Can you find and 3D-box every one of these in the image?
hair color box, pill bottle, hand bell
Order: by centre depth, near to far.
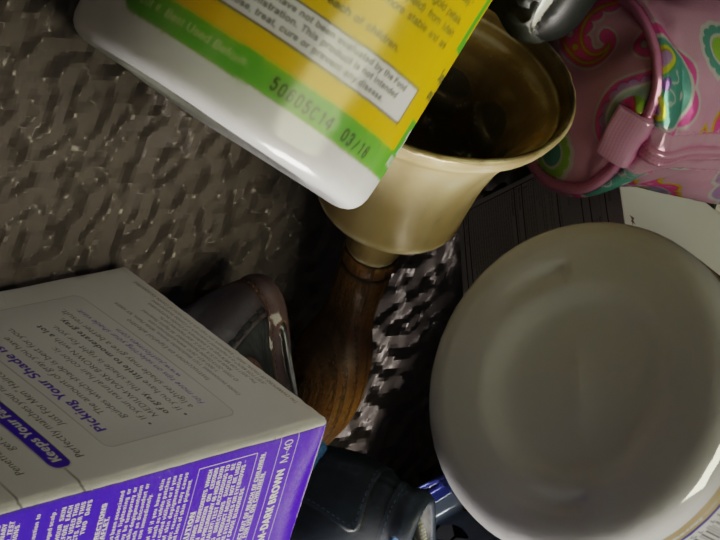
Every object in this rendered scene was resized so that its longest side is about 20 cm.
[{"bbox_3d":[-0.119,0.063,0.758,0.199,0.109,0.065,-10,126,-48],"label":"hair color box"},{"bbox_3d":[0.006,-0.131,0.761,0.201,0.111,0.111,-58,147,0],"label":"pill bottle"},{"bbox_3d":[0.000,0.000,0.906,0.104,0.104,0.201,-24,146,-40],"label":"hand bell"},{"bbox_3d":[0.119,0.065,0.917,0.120,0.119,0.200,-58,149,1],"label":"pill bottle"}]

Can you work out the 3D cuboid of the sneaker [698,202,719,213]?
[{"bbox_3d":[0.139,-0.052,1.057,0.200,0.073,0.087,39,51,-49],"label":"sneaker"}]

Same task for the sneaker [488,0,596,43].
[{"bbox_3d":[0.113,-0.164,0.818,0.089,0.070,0.202,16,100,-27],"label":"sneaker"}]

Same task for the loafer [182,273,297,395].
[{"bbox_3d":[-0.034,0.086,0.926,0.063,0.072,0.201,-43,141,-26],"label":"loafer"}]

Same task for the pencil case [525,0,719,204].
[{"bbox_3d":[0.150,-0.065,0.938,0.199,0.087,0.088,4,114,-41],"label":"pencil case"}]

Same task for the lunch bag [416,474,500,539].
[{"bbox_3d":[0.064,0.161,1.067,0.169,0.124,0.201,0,124,-51],"label":"lunch bag"}]

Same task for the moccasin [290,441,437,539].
[{"bbox_3d":[0.008,0.152,0.895,0.081,0.068,0.201,-58,148,-36],"label":"moccasin"}]

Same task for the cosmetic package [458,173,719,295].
[{"bbox_3d":[0.134,0.016,1.026,0.199,0.082,0.051,32,46,-42],"label":"cosmetic package"}]
